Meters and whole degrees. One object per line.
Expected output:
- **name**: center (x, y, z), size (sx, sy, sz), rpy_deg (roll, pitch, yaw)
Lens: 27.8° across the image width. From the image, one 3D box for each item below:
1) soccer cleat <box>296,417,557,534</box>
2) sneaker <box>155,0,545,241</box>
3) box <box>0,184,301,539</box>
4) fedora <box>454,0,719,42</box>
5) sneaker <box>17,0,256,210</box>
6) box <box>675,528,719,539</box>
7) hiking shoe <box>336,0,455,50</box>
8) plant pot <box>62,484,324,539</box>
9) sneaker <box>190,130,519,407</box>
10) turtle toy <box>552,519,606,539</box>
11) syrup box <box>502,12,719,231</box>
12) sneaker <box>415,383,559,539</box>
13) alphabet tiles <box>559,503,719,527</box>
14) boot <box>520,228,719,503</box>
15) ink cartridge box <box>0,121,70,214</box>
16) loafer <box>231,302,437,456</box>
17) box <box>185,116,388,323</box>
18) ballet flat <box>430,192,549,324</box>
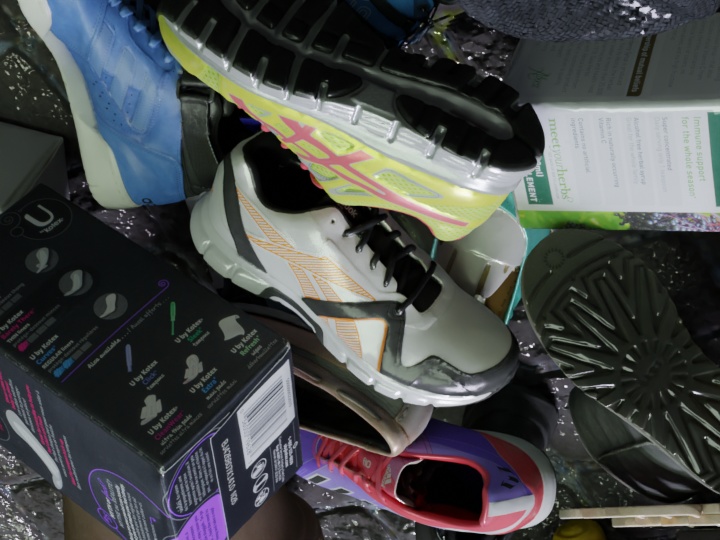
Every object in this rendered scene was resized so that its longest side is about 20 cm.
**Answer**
- **soccer cleat**: center (0.019, 0.117, 0.888), size (0.198, 0.073, 0.069), rpy_deg (10, 97, 35)
- **sneaker**: center (-0.015, -0.073, 0.712), size (0.199, 0.078, 0.091), rpy_deg (29, 141, 4)
- **box**: center (-0.142, 0.062, 0.836), size (0.199, 0.106, 0.123), rpy_deg (31, 146, 24)
- **fedora**: center (0.094, -0.150, 0.613), size (0.198, 0.093, 0.201), rpy_deg (1, 172, 0)
- **sneaker**: center (-0.116, -0.130, 0.805), size (0.110, 0.077, 0.202), rpy_deg (-6, 118, 15)
- **box**: center (0.283, 0.262, 0.945), size (0.121, 0.107, 0.201), rpy_deg (-7, 136, 27)
- **hiking shoe**: center (0.006, -0.129, 0.749), size (0.086, 0.075, 0.201), rpy_deg (12, 134, 14)
- **plant pot**: center (-0.131, 0.156, 1.005), size (0.198, 0.200, 0.176), rpy_deg (-1, 113, 24)
- **sneaker**: center (0.000, 0.000, 0.778), size (0.199, 0.074, 0.080), rpy_deg (31, 137, 3)
- **turtle toy**: center (0.144, 0.255, 0.995), size (0.200, 0.100, 0.147), rpy_deg (25, 136, 66)
- **syrup box**: center (0.175, -0.074, 0.722), size (0.198, 0.082, 0.079), rpy_deg (2, 132, 23)
- **sneaker**: center (0.072, 0.163, 0.975), size (0.075, 0.091, 0.201), rpy_deg (17, 136, 5)
- **alphabet tiles**: center (0.224, 0.142, 0.851), size (0.193, 0.015, 0.200), rpy_deg (0, 170, -12)
- **boot**: center (0.148, 0.062, 0.820), size (0.072, 0.200, 0.182), rpy_deg (-39, 87, -1)
- **ink cartridge box**: center (-0.268, -0.006, 0.972), size (0.144, 0.084, 0.201), rpy_deg (14, 134, 9)
- **loafer**: center (-0.045, 0.068, 0.891), size (0.198, 0.063, 0.072), rpy_deg (7, 137, 31)
- **box**: center (-0.036, -0.005, 0.906), size (0.118, 0.042, 0.201), rpy_deg (3, 133, 22)
- **ballet flat**: center (0.067, 0.006, 0.848), size (0.067, 0.071, 0.201), rpy_deg (17, 134, 9)
